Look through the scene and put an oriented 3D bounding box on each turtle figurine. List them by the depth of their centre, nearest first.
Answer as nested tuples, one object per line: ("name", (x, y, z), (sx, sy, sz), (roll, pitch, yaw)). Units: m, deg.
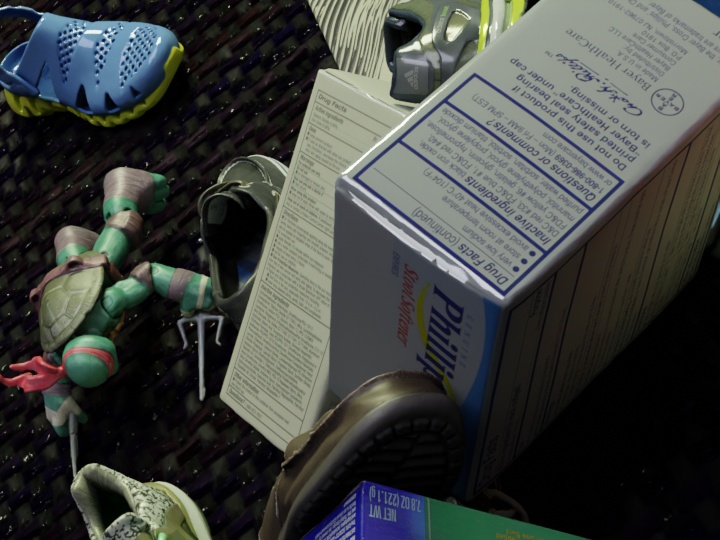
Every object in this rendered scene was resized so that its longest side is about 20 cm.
("turtle figurine", (-0.164, 0.027, 1.125), (0.149, 0.101, 0.201), (-29, 39, 18))

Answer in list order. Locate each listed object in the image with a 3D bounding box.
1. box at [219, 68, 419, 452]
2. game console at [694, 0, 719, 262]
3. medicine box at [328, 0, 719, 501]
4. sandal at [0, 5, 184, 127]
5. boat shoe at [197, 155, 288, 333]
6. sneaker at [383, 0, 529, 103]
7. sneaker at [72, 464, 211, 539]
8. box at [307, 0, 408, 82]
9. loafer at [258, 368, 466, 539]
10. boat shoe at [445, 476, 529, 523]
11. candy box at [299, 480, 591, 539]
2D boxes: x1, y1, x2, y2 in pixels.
("box", (0.000, 0.000, 0.961), (0.095, 0.077, 0.202), (35, 111, 47))
("game console", (0.153, -0.115, 0.920), (0.200, 0.118, 0.174), (33, 105, 46))
("medicine box", (0.086, -0.020, 0.840), (0.103, 0.183, 0.200), (38, 62, 22))
("sandal", (-0.221, -0.162, 1.321), (0.199, 0.087, 0.080), (0, 57, 36))
("boat shoe", (-0.074, -0.023, 1.095), (0.070, 0.066, 0.201), (-34, 34, 18))
("sneaker", (0.053, -0.139, 0.967), (0.080, 0.075, 0.200), (-2, 20, 3))
("sneaker", (-0.110, 0.174, 0.956), (0.077, 0.089, 0.200), (-48, 42, -4))
("box", (0.031, -0.137, 1.113), (0.082, 0.068, 0.201), (-36, 42, 11))
("loafer", (-0.012, 0.096, 0.831), (0.200, 0.072, 0.072), (124, 140, -51))
("boat shoe", (0.055, 0.141, 0.883), (0.063, 0.071, 0.202), (-10, 61, 33))
("candy box", (0.057, 0.210, 0.745), (0.077, 0.168, 0.201), (-50, 31, 47))
